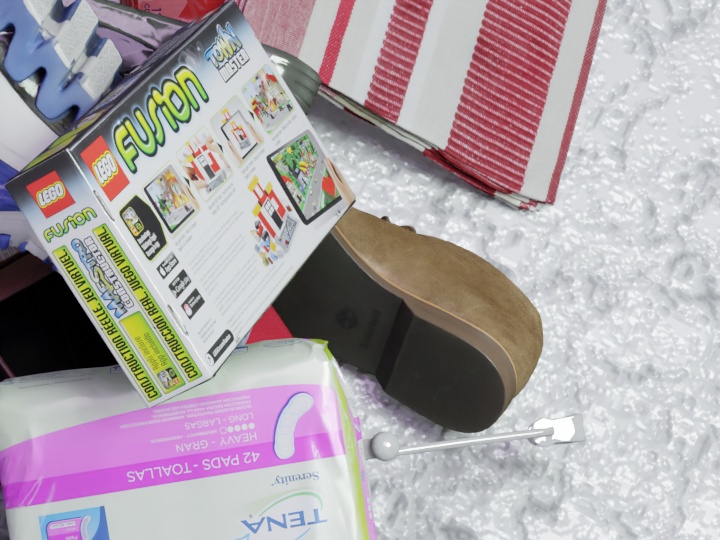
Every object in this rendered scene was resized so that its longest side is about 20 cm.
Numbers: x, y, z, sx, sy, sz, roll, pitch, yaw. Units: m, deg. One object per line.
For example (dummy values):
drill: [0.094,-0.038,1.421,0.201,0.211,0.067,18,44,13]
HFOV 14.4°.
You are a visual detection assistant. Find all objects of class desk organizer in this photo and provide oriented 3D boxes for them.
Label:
desk organizer: [-0.186,0.062,1.262,0.200,0.077,0.072,-31,114,-35]

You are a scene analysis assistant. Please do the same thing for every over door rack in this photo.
over door rack: [0.032,0.145,1.297,0.200,0.067,0.148,-5,86,-28]

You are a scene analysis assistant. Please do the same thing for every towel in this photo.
towel: [0.032,-0.131,1.424,0.200,0.023,0.144,28,65,-26]

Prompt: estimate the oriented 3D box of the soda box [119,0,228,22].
soda box: [-0.089,-0.196,1.438,0.063,0.070,0.200,0,70,-12]

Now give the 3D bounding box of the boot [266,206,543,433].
boot: [0.000,0.000,1.398,0.200,0.074,0.075,35,39,9]

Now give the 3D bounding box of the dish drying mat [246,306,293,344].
dish drying mat: [-0.105,-0.006,1.375,0.077,0.018,0.200,-33,82,-27]

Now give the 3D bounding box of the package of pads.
package of pads: [-0.065,0.134,1.211,0.154,0.068,0.200,-8,91,0]

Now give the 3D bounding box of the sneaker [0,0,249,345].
sneaker: [-0.137,-0.031,1.268,0.115,0.081,0.200,-29,102,19]

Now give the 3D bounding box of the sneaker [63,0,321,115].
sneaker: [-0.128,-0.069,1.337,0.199,0.076,0.114,17,84,4]

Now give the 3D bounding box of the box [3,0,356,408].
box: [-0.070,-0.033,1.211,0.110,0.035,0.200,58,27,-10]

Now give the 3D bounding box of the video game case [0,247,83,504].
video game case: [-0.204,0.019,1.368,0.182,0.022,0.200,-22,76,-17]
